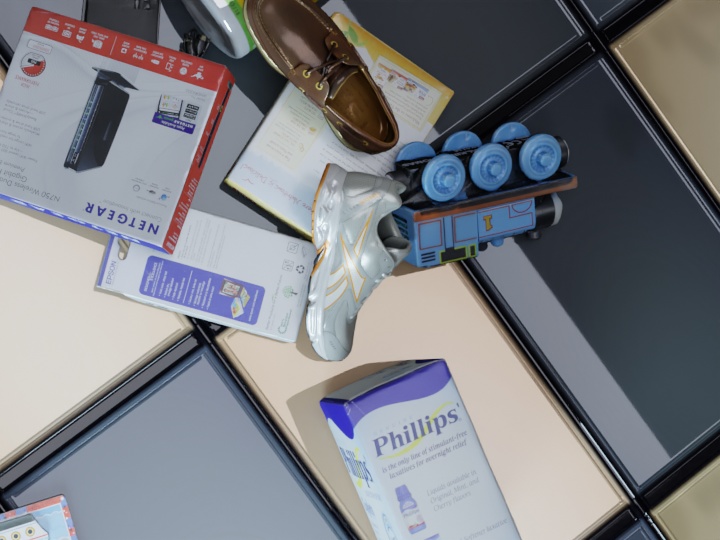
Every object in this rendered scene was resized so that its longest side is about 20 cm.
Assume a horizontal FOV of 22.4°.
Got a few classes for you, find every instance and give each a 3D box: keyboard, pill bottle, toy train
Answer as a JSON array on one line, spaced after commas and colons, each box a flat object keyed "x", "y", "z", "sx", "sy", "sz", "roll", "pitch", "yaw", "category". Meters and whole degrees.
[{"x": -0.210, "y": -0.173, "z": 1.746, "sx": 0.127, "sy": 0.021, "sz": 0.200, "roll": 4, "pitch": 87, "yaw": 2, "category": "keyboard"}, {"x": -0.073, "y": -0.303, "z": 1.736, "sx": 0.200, "sy": 0.111, "sz": 0.111, "roll": -39, "pitch": 94, "yaw": -10, "category": "pill bottle"}, {"x": 0.114, "y": -0.074, "z": 1.763, "sx": 0.200, "sy": 0.087, "sz": 0.114, "roll": -13, "pitch": 111, "yaw": -23, "category": "toy train"}]

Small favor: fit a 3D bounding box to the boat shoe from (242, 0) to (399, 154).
[{"x": -0.029, "y": -0.188, "z": 1.691, "sx": 0.072, "sy": 0.068, "sz": 0.200, "roll": -44, "pitch": 114, "yaw": -8, "category": "boat shoe"}]

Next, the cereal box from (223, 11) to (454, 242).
[{"x": -0.021, "y": -0.130, "z": 1.771, "sx": 0.144, "sy": 0.040, "sz": 0.200, "roll": 34, "pitch": 82, "yaw": -9, "category": "cereal box"}]

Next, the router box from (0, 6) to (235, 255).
[{"x": -0.240, "y": -0.130, "z": 1.698, "sx": 0.200, "sy": 0.049, "sz": 0.180, "roll": 17, "pitch": 83, "yaw": 8, "category": "router box"}]

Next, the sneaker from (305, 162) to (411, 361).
[{"x": 0.000, "y": 0.000, "z": 1.711, "sx": 0.092, "sy": 0.076, "sz": 0.200, "roll": 7, "pitch": 118, "yaw": 7, "category": "sneaker"}]

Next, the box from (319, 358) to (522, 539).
[{"x": 0.054, "y": 0.191, "z": 1.693, "sx": 0.105, "sy": 0.184, "sz": 0.200, "roll": -23, "pitch": 90, "yaw": -9, "category": "box"}]

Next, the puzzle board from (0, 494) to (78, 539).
[{"x": -0.351, "y": 0.311, "z": 1.695, "sx": 0.200, "sy": 0.017, "sz": 0.151, "roll": -17, "pitch": 90, "yaw": -12, "category": "puzzle board"}]

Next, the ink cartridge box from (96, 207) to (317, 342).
[{"x": -0.146, "y": -0.003, "z": 1.742, "sx": 0.200, "sy": 0.039, "sz": 0.100, "roll": 17, "pitch": 83, "yaw": -10, "category": "ink cartridge box"}]
